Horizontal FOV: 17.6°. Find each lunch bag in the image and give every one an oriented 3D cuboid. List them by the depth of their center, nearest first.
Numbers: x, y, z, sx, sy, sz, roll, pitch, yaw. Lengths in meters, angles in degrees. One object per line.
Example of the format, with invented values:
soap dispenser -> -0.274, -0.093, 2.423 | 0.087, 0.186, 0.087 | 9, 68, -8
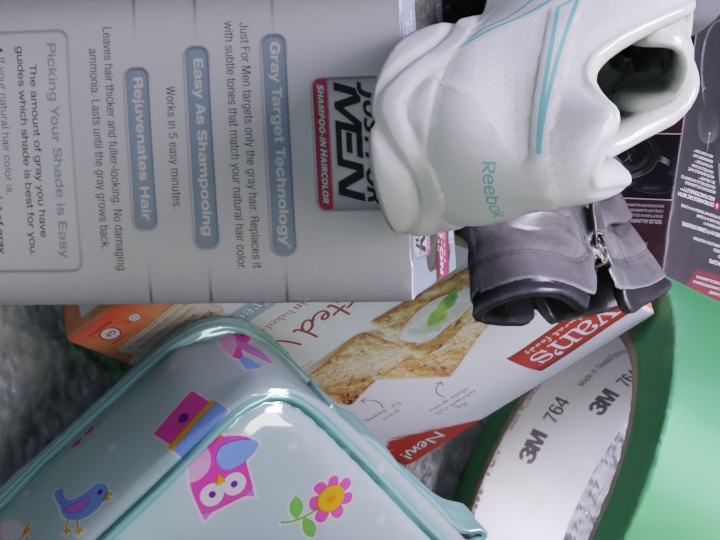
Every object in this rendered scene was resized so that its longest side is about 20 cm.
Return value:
lunch bag -> -0.039, 0.121, 0.857 | 0.160, 0.077, 0.200 | -45, 129, -5

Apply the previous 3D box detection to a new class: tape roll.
tape roll -> 0.092, 0.098, 0.947 | 0.048, 0.200, 0.202 | 24, 73, -14

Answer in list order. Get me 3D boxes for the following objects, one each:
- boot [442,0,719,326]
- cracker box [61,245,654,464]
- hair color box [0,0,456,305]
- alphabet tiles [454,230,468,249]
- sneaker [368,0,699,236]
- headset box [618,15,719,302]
boot -> 0.082, -0.048, 0.841 | 0.199, 0.070, 0.133 | -15, 83, -47
cracker box -> 0.000, 0.000, 0.880 | 0.199, 0.134, 0.058 | 23, 42, -46
hair color box -> -0.073, -0.042, 0.752 | 0.061, 0.198, 0.100 | -28, 117, -72
alphabet tiles -> 0.038, -0.092, 0.866 | 0.166, 0.006, 0.201 | 19, 53, -49
sneaker -> 0.074, -0.076, 0.724 | 0.201, 0.080, 0.071 | -59, 141, -43
headset box -> 0.164, -0.052, 1.101 | 0.148, 0.077, 0.202 | 13, 84, -46
